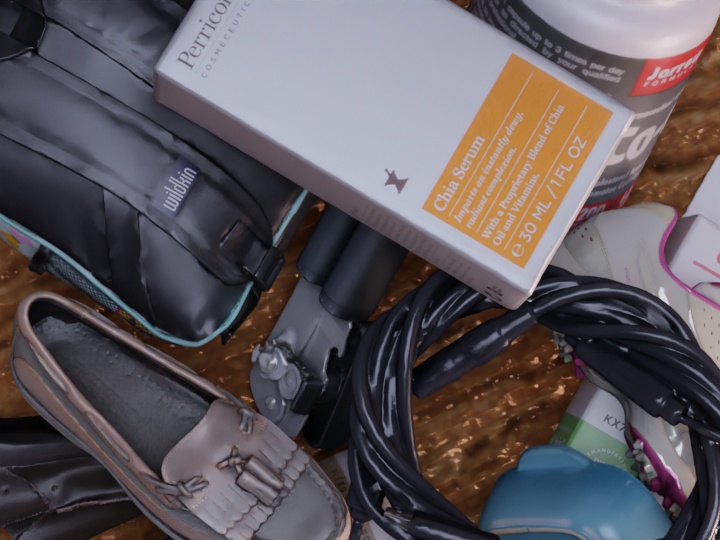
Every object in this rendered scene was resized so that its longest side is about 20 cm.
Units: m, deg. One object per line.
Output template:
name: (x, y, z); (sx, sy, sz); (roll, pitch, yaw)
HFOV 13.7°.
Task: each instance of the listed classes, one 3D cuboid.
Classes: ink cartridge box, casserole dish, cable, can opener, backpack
ink cartridge box: (0.188, 0.049, 1.539); (0.117, 0.067, 0.201); (29, 88, -2)
casserole dish: (0.124, 0.180, 1.498); (0.039, 0.121, 0.201); (-39, 110, -37)
cable: (0.093, 0.080, 1.420); (0.199, 0.051, 0.164); (6, 83, 5)
can opener: (0.000, 0.000, 1.507); (0.066, 0.053, 0.201); (2, 126, -38)
backpack: (-0.119, -0.077, 1.476); (0.200, 0.153, 0.176); (32, 87, -12)

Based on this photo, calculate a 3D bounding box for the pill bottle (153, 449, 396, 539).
pill bottle: (-0.067, 0.179, 1.501); (0.199, 0.111, 0.111); (-25, 92, -4)

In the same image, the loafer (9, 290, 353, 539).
loafer: (-0.091, 0.079, 1.447); (0.200, 0.063, 0.072); (33, 70, 16)

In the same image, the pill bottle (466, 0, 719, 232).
pill bottle: (0.109, -0.117, 1.459); (0.113, 0.200, 0.114); (11, 47, -12)

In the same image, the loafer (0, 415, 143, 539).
loafer: (-0.154, 0.110, 1.522); (0.199, 0.073, 0.072); (-1, 100, 1)

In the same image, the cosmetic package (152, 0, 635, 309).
cosmetic package: (0.014, -0.077, 1.379); (0.199, 0.071, 0.102); (30, 82, 1)

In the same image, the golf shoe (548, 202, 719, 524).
golf shoe: (0.161, 0.058, 1.469); (0.091, 0.075, 0.200); (-31, 91, -4)
